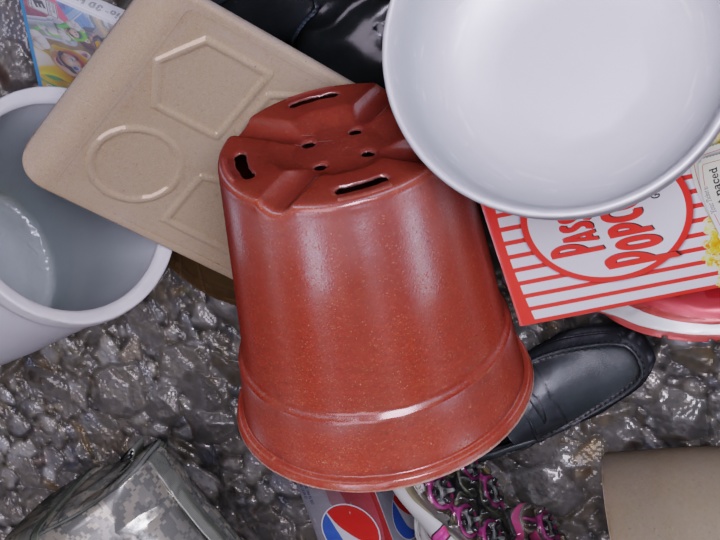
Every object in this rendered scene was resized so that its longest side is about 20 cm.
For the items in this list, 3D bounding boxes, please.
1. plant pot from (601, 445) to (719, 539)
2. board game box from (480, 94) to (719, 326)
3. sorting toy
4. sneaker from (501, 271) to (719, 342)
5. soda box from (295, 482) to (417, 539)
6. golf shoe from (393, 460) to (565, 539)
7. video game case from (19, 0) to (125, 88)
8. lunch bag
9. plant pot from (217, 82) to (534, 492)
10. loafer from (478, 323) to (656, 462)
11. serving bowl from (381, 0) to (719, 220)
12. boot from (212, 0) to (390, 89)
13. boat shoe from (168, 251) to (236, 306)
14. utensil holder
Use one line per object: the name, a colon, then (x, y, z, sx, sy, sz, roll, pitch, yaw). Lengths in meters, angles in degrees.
plant pot: (0.282, 0.195, 1.047, 0.200, 0.187, 0.187, -13, 108, 14)
board game box: (0.175, -0.052, 0.948, 0.200, 0.046, 0.152, -12, 128, 14)
sorting toy: (-0.098, -0.088, 1.048, 0.200, 0.036, 0.185, 30, 123, -23)
sneaker: (0.189, -0.026, 1.032, 0.200, 0.078, 0.116, 8, 117, 19)
soda box: (0.016, 0.218, 1.226, 0.070, 0.063, 0.200, -11, 109, 28)
golf shoe: (0.070, 0.188, 1.138, 0.092, 0.073, 0.200, -18, 140, 29)
video game case: (-0.150, -0.129, 1.126, 0.200, 0.018, 0.143, 24, 150, 12)
lunch bag: (-0.169, 0.249, 1.276, 0.168, 0.139, 0.200, -32, 98, 32)
plant pot: (0.000, 0.000, 0.989, 0.201, 0.201, 0.195, 4, 126, 22)
loafer: (0.120, 0.097, 1.121, 0.200, 0.070, 0.068, -26, 101, 31)
serving bowl: (0.116, -0.120, 0.867, 0.200, 0.066, 0.200, -3, 78, 15)
boot: (-0.031, -0.150, 1.078, 0.198, 0.073, 0.163, -25, 107, 32)
boat shoe: (-0.083, -0.010, 1.173, 0.200, 0.063, 0.073, 33, 152, 8)
utensil holder: (-0.254, -0.021, 1.145, 0.170, 0.170, 0.200, 55, 143, -7)
